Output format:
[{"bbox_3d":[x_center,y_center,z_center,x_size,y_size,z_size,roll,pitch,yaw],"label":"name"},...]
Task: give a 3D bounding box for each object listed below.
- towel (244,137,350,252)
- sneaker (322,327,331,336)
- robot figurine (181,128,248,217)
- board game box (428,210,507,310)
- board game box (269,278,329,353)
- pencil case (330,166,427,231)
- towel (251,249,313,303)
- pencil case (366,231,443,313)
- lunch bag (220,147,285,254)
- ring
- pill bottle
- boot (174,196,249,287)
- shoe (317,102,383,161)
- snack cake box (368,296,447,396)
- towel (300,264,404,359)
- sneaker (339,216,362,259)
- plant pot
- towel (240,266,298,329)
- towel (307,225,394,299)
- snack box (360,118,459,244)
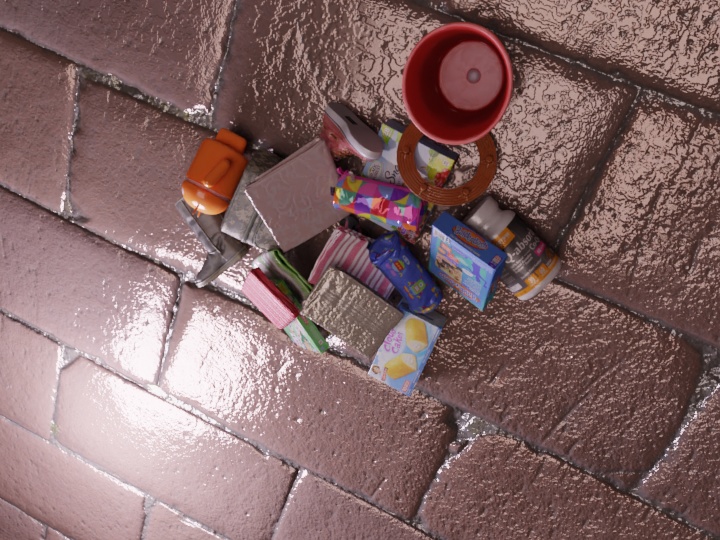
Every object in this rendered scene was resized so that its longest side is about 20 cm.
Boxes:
[{"bbox_3d":[-0.123,-0.152,1.314,0.190,0.032,0.201,-31,136,-5],"label":"towel"},{"bbox_3d":[-0.012,0.129,1.469,0.198,0.075,0.077,13,128,41],"label":"sneaker"},{"bbox_3d":[-0.324,-0.212,1.401,0.143,0.116,0.202,25,88,40],"label":"robot figurine"},{"bbox_3d":[0.209,-0.015,1.266,0.152,0.045,0.201,38,162,18],"label":"board game box"},{"bbox_3d":[-0.166,0.106,1.489,0.134,0.029,0.201,4,131,56],"label":"board game box"},{"bbox_3d":[0.038,-0.142,1.267,0.197,0.088,0.089,18,116,12],"label":"pencil case"},{"bbox_3d":[-0.179,0.022,1.443,0.149,0.031,0.200,47,160,-11],"label":"towel"},{"bbox_3d":[0.095,0.008,1.348,0.087,0.078,0.200,-45,117,-7],"label":"pencil case"},{"bbox_3d":[-0.197,-0.148,1.404,0.166,0.140,0.201,26,120,-11],"label":"lunch bag"},{"bbox_3d":[0.169,-0.223,1.225,0.197,0.019,0.204,0,76,0],"label":"ring"},{"bbox_3d":[0.296,-0.047,1.266,0.200,0.116,0.116,44,119,-2],"label":"pill bottle"},{"bbox_3d":[-0.387,-0.082,1.532,0.181,0.073,0.201,-36,103,15],"label":"boot"},{"bbox_3d":[-0.025,-0.257,1.287,0.201,0.071,0.092,53,133,39],"label":"shoe"},{"bbox_3d":[0.107,0.175,1.455,0.114,0.067,0.202,25,117,8],"label":"snack cake box"},{"bbox_3d":[-0.020,0.088,1.359,0.199,0.035,0.133,36,100,-10],"label":"towel"},{"bbox_3d":[-0.049,-0.029,1.433,0.094,0.079,0.203,15,115,27],"label":"sneaker"},{"bbox_3d":[0.190,-0.347,1.148,0.198,0.177,0.203,8,113,18],"label":"plant pot"},{"bbox_3d":[-0.209,0.067,1.443,0.145,0.022,0.200,47,158,-2],"label":"towel"},{"bbox_3d":[0.000,0.000,1.380,0.198,0.030,0.147,22,110,-25],"label":"towel"},{"bbox_3d":[0.087,-0.185,1.315,0.167,0.068,0.202,29,117,7],"label":"snack box"}]
